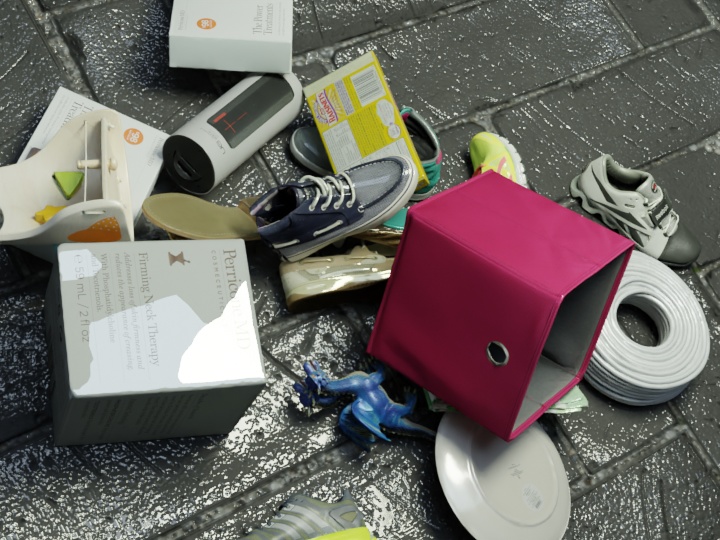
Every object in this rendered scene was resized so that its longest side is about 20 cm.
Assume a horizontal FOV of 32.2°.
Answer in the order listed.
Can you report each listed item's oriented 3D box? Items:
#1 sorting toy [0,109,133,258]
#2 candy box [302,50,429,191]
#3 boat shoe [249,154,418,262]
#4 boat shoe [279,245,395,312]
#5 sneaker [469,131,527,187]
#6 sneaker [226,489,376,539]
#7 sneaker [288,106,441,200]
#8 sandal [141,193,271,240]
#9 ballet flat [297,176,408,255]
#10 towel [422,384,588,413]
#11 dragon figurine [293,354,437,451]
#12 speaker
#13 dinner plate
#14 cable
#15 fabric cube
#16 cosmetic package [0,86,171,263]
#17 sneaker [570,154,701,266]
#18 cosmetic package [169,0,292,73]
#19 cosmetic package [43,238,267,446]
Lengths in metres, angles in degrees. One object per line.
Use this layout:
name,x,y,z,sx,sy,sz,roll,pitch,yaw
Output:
sorting toy,-0.339,-0.072,1.342,0.178,0.108,0.201,-8,36,-7
candy box,0.005,-0.164,1.510,0.102,0.026,0.201,-28,60,13
boat shoe,-0.032,-0.080,1.422,0.199,0.093,0.075,-31,64,9
boat shoe,0.000,0.000,1.503,0.198,0.072,0.066,-10,67,-18
sneaker,0.167,-0.091,1.608,0.089,0.078,0.202,-5,65,-20
sneaker,-0.081,0.284,1.322,0.198,0.074,0.082,-2,53,-28
sneaker,0.016,-0.158,1.564,0.198,0.121,0.084,14,58,-11
sandal,-0.176,-0.041,1.467,0.210,0.070,0.078,-4,46,-47
ballet flat,0.005,-0.055,1.532,0.198,0.073,0.068,13,43,-13
towel,0.159,0.113,1.491,0.198,0.024,0.153,3,37,-17
dragon figurine,0.013,0.166,1.416,0.200,0.059,0.100,45,57,-4
speaker,-0.153,-0.175,1.520,0.081,0.081,0.200,40,48,5
dinner plate,0.170,0.230,1.430,0.199,0.024,0.202,20,54,-29
cable,0.350,0.070,1.588,0.198,0.069,0.202,7,60,-16
fabric cube,0.156,0.032,1.402,0.198,0.198,0.199,31,33,23
cosmetic package,-0.323,-0.101,1.453,0.150,0.052,0.201,24,57,-8
sneaker,0.383,-0.082,1.676,0.199,0.089,0.074,33,55,-1
cosmetic package,-0.160,-0.328,1.581,0.149,0.052,0.201,1,42,-4
cosmetic package,-0.223,0.076,1.317,0.198,0.167,0.169,-3,66,-21
